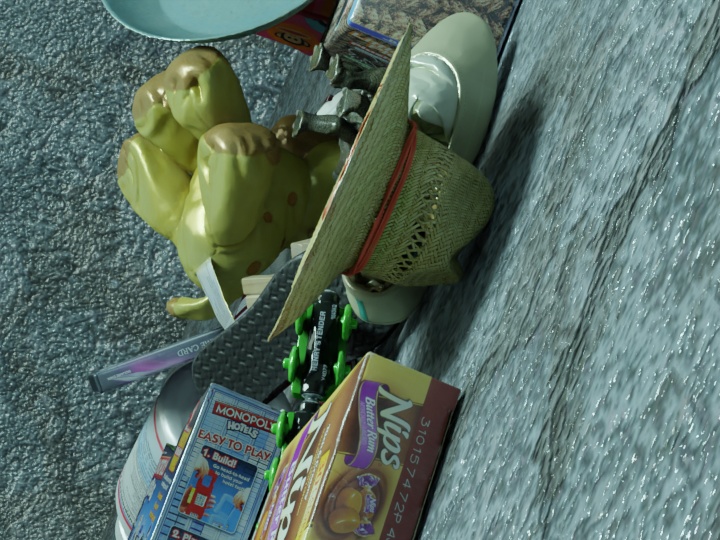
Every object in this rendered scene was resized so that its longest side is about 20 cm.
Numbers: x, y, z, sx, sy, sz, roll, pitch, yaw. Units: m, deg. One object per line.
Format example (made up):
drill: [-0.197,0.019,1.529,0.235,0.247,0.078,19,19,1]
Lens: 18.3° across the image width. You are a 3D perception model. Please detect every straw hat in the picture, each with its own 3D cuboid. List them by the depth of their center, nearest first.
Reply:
straw hat: [0.026,-0.033,1.214,0.201,0.085,0.202,-155,90,-88]

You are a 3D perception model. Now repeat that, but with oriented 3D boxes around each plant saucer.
plant saucer: [-0.088,-0.221,1.602,0.039,0.200,0.202,67,-150,-45]

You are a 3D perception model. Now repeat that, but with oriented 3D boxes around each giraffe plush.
giraffe plush: [-0.059,-0.060,1.602,0.172,0.162,0.201,-33,73,56]

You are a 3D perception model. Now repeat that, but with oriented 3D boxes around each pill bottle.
pill bottle: [-0.126,0.160,1.715,0.200,0.108,0.109,119,170,-52]

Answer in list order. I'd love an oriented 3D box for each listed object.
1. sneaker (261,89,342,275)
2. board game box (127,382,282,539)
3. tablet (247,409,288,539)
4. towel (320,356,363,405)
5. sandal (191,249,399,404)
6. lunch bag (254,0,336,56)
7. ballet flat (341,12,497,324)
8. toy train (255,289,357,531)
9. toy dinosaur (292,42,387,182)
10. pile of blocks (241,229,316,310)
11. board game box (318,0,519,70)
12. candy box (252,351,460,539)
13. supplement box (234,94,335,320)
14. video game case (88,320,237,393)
sneaker: [-0.015,-0.062,1.743,0.200,0.085,0.074,-50,-31,17]
board game box: [-0.114,0.175,1.468,0.200,0.061,0.201,176,118,-81]
tablet: [-0.070,0.167,1.465,0.200,0.014,0.131,-128,61,-80]
towel: [-0.041,0.152,1.432,0.144,0.023,0.201,-110,42,-79]
sandal: [-0.037,0.035,1.435,0.045,0.075,0.200,-29,-3,-45]
lunch bag: [-0.014,-0.252,1.701,0.082,0.199,0.177,110,180,-75]
ballet flat: [0.031,-0.067,1.329,0.069,0.069,0.201,146,139,-78]
toy train: [-0.033,0.110,1.330,0.056,0.041,0.201,88,-170,-70]
toy dinosaur: [0.020,-0.104,1.470,0.200,0.102,0.077,-12,66,65]
pile of blocks: [0.000,0.000,1.470,0.062,0.082,0.200,-15,-18,-41]
board game box: [0.052,-0.208,1.493,0.200,0.096,0.160,164,127,-82]
candy box: [-0.014,0.129,1.158,0.200,0.056,0.117,130,161,-66]
supplement box: [-0.043,-0.035,1.859,0.109,0.061,0.201,144,146,-76]
video game case: [-0.107,0.051,1.676,0.143,0.199,0.019,161,90,-81]
